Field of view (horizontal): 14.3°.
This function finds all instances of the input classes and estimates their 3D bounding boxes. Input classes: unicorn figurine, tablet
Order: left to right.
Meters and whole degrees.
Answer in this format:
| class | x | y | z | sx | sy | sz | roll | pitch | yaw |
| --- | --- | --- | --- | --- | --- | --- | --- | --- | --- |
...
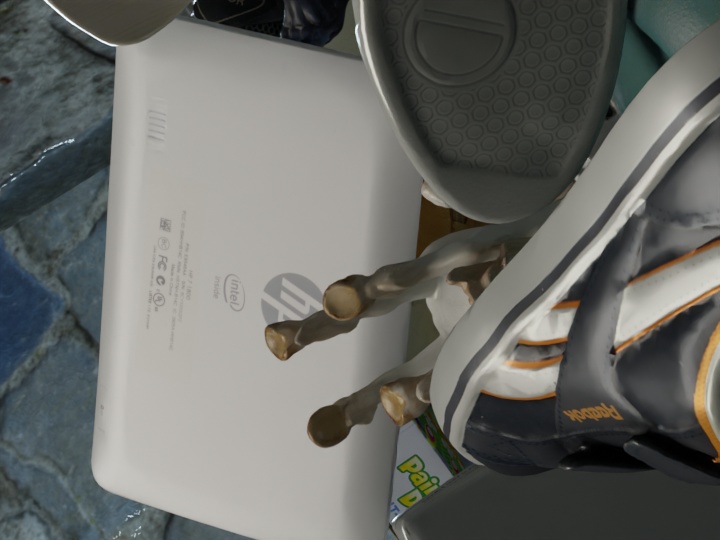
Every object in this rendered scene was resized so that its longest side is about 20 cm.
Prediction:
| class | x | y | z | sx | sy | sz | roll | pitch | yaw |
| --- | --- | --- | --- | --- | --- | --- | --- | --- | --- |
| tablet | -0.041 | 0.008 | 1.082 | 0.014 | 0.130 | 0.200 | -34 | -46 | -58 |
| unicorn figurine | 0.039 | 0.001 | 0.912 | 0.200 | 0.137 | 0.074 | 18 | 132 | 61 |

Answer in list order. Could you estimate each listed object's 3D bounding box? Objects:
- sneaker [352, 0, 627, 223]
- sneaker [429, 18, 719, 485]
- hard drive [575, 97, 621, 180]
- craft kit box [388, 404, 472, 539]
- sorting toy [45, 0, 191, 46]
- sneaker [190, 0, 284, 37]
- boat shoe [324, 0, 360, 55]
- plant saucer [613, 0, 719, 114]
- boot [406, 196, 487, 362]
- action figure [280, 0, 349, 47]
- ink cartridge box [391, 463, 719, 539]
| class | x | y | z | sx | sy | sz | roll | pitch | yaw |
| --- | --- | --- | --- | --- | --- | --- | --- | --- | --- |
| sneaker | 0.017 | -0.116 | 0.744 | 0.099 | 0.071 | 0.200 | -120 | 15 | -69 |
| sneaker | 0.077 | 0.017 | 0.671 | 0.079 | 0.078 | 0.200 | 57 | 153 | 15 |
| hard drive | 0.079 | -0.044 | 1.047 | 0.132 | 0.026 | 0.200 | 58 | 178 | 8 |
| craft kit box | 0.030 | 0.061 | 1.324 | 0.198 | 0.049 | 0.200 | 57 | -166 | -30 |
| sorting toy | -0.071 | -0.165 | 0.915 | 0.180 | 0.200 | 0.107 | 60 | -161 | -23 |
| sneaker | -0.008 | -0.122 | 1.333 | 0.076 | 0.114 | 0.199 | 18 | -174 | 33 |
| boat shoe | 0.028 | -0.058 | 1.298 | 0.063 | 0.074 | 0.201 | -107 | -9 | -56 |
| plant saucer | 0.114 | -0.012 | 0.763 | 0.200 | 0.027 | 0.200 | 57 | 177 | 5 |
| boot | 0.000 | -0.001 | 1.200 | 0.144 | 0.201 | 0.071 | -137 | 39 | -62 |
| action figure | -0.045 | -0.163 | 1.038 | 0.200 | 0.119 | 0.102 | 54 | -139 | -29 |
| ink cartridge box | 0.107 | 0.110 | 1.005 | 0.145 | 0.145 | 0.200 | 58 | 178 | 3 |
